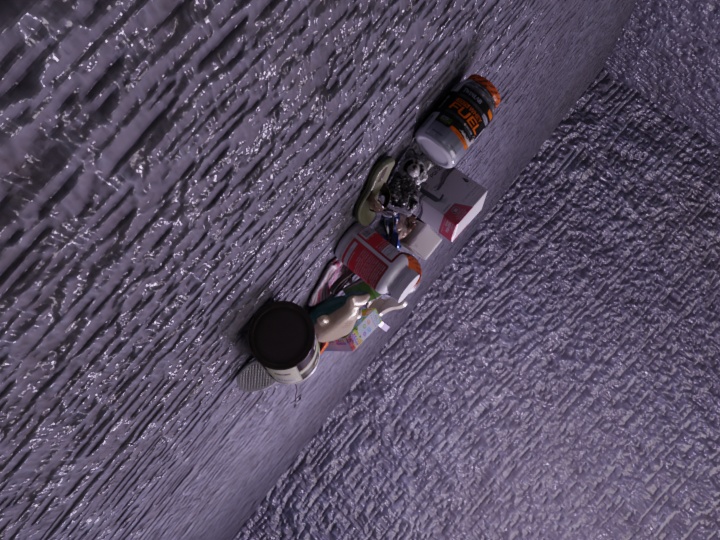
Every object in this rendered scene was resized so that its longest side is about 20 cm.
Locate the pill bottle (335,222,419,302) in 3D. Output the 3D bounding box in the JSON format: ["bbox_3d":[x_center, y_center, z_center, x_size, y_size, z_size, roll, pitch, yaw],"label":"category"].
[{"bbox_3d":[0.043,-0.018,1.571,0.112,0.199,0.113,-47,167,-14],"label":"pill bottle"}]

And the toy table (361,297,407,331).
[{"bbox_3d":[0.057,0.099,2.053,0.118,0.183,0.200,-49,146,-1],"label":"toy table"}]

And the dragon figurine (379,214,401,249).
[{"bbox_3d":[0.074,-0.062,1.657,0.100,0.058,0.203,69,23,-49],"label":"dragon figurine"}]

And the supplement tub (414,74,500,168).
[{"bbox_3d":[0.229,-0.349,1.500,0.201,0.122,0.123,-51,168,-8],"label":"supplement tub"}]

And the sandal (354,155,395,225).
[{"bbox_3d":[0.039,-0.169,1.463,0.080,0.057,0.202,-42,164,-38],"label":"sandal"}]

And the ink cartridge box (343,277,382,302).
[{"bbox_3d":[0.022,0.045,1.762,0.103,0.060,0.199,-32,-177,-30],"label":"ink cartridge box"}]

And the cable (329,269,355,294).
[{"bbox_3d":[0.000,0.000,1.687,0.200,0.050,0.098,-42,169,-45],"label":"cable"}]

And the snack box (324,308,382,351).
[{"bbox_3d":[-0.052,0.171,1.863,0.198,0.053,0.142,-7,-150,49],"label":"snack box"}]

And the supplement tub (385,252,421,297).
[{"bbox_3d":[0.109,0.014,1.883,0.123,0.122,0.200,-49,-177,-8],"label":"supplement tub"}]

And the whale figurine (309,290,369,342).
[{"bbox_3d":[-0.061,0.104,1.701,0.157,0.105,0.200,-5,146,-43],"label":"whale figurine"}]

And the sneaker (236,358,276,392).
[{"bbox_3d":[-0.217,0.225,1.599,0.199,0.076,0.105,-34,-171,-9],"label":"sneaker"}]

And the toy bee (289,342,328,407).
[{"bbox_3d":[-0.177,0.256,1.772,0.202,0.108,0.131,-59,172,-18],"label":"toy bee"}]

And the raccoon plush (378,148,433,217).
[{"bbox_3d":[0.096,-0.215,1.572,0.136,0.096,0.199,-63,-159,-11],"label":"raccoon plush"}]

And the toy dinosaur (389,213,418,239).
[{"bbox_3d":[0.101,-0.119,1.798,0.136,0.085,0.201,-53,-177,43],"label":"toy dinosaur"}]

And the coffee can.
[{"bbox_3d":[-0.168,0.167,1.450,0.147,0.146,0.200,-48,168,-14],"label":"coffee can"}]

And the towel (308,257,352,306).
[{"bbox_3d":[-0.052,0.007,1.695,0.199,0.030,0.147,-35,158,-54],"label":"towel"}]

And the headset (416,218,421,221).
[{"bbox_3d":[0.233,-0.173,2.083,0.200,0.094,0.123,-45,172,23],"label":"headset"}]

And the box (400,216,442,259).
[{"bbox_3d":[0.156,-0.098,1.858,0.082,0.068,0.200,-50,-161,1],"label":"box"}]

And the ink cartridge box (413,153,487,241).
[{"bbox_3d":[0.203,-0.196,1.657,0.146,0.199,0.085,-45,161,-25],"label":"ink cartridge box"}]
